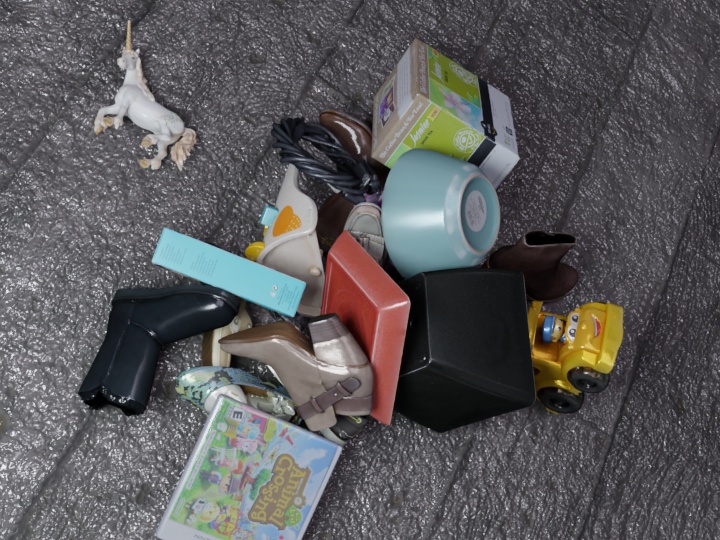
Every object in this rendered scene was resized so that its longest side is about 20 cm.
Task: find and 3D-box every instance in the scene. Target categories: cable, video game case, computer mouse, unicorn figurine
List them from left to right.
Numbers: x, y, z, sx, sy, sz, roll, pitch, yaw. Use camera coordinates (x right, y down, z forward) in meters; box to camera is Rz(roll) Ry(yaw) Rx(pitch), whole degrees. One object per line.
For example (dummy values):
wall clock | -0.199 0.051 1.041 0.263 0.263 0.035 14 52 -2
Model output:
unicorn figurine | -0.321 -0.237 1.586 0.200 0.074 0.138 48 46 -18
computer mouse | -0.154 0.025 1.499 0.199 0.034 0.059 34 47 -4
video game case | -0.143 0.286 1.417 0.181 0.022 0.202 25 90 -15
cable | -0.062 -0.163 1.579 0.162 0.051 0.200 14 27 -34

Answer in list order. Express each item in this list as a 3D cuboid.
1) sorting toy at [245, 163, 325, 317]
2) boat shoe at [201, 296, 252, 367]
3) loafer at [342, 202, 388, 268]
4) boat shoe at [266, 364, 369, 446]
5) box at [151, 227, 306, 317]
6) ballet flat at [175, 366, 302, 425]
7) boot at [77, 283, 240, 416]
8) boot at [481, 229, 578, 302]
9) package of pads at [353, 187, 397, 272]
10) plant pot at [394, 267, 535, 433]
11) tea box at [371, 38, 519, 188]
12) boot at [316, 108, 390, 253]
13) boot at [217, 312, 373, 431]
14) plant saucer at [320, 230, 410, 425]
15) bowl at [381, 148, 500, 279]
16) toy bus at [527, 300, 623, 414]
sorting toy | -0.097 -0.058 1.575 0.106 0.201 0.181 -2 51 7
boat shoe | -0.181 0.074 1.517 0.064 0.072 0.202 11 59 -18
loafer | 0.000 0.000 1.562 0.071 0.202 0.063 12 37 1
boat shoe | -0.069 0.149 1.496 0.060 0.072 0.202 -39 96 9
box | -0.175 0.004 1.440 0.198 0.082 0.050 21 85 -9
ballet flat | -0.154 0.175 1.453 0.199 0.074 0.075 14 62 -41
boot | -0.261 0.107 1.413 0.077 0.198 0.170 56 39 -52
boot | 0.301 -0.010 1.734 0.198 0.166 0.073 3 68 -25
package of pads | 0.086 -0.062 1.670 0.199 0.075 0.122 -1 66 -52
plant pot | 0.109 0.103 1.548 0.176 0.199 0.202 16 61 -37
tea box | 0.130 -0.227 1.715 0.195 0.134 0.201 27 32 -18
boot | -0.035 -0.131 1.685 0.186 0.064 0.201 39 60 -6
boot | -0.080 0.139 1.427 0.070 0.198 0.148 -44 120 -62
plant saucer | -0.006 0.078 1.481 0.036 0.202 0.200 -7 32 -26
bowl | 0.129 -0.077 1.559 0.200 0.104 0.203 0 90 -52
toy bus | 0.282 0.109 1.664 0.190 0.200 0.137 24 59 -6
